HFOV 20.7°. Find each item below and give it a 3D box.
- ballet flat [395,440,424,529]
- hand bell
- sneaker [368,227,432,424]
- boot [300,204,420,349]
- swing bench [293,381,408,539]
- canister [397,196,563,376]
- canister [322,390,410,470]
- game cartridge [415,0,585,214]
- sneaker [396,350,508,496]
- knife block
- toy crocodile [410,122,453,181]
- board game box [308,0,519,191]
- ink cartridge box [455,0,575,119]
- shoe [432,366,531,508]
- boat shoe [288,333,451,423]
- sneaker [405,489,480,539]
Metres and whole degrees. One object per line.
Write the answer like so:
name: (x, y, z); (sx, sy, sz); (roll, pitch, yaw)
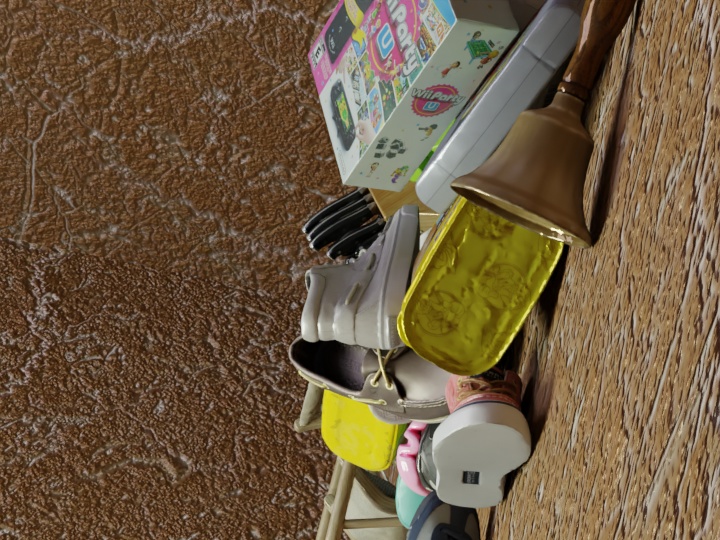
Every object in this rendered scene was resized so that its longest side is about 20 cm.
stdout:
ballet flat: (0.084, 0.147, 1.836); (0.070, 0.067, 0.202); (-32, -41, -65)
hand bell: (0.145, -0.127, 1.331); (0.104, 0.103, 0.201); (126, 167, -87)
sneaker: (0.065, 0.039, 1.773); (0.201, 0.073, 0.116); (-54, 23, 5)
boot: (0.000, 0.000, 1.691); (0.200, 0.095, 0.074); (-74, -15, -63)
swing bench: (0.006, 0.213, 2.054); (0.199, 0.128, 0.202); (107, 160, -68)
canister: (0.094, -0.010, 1.551); (0.149, 0.086, 0.200); (-60, 3, 10)
canister: (0.042, 0.077, 1.908); (0.200, 0.086, 0.149); (-54, -20, -41)
game cartridge: (0.114, -0.138, 1.492); (0.200, 0.041, 0.133); (-53, 6, 31)
sneaker: (0.097, 0.100, 1.675); (0.095, 0.078, 0.202); (12, 89, 64)
knife block: (0.046, -0.073, 1.882); (0.064, 0.174, 0.201); (58, -133, -43)
toy crocodile: (0.086, -0.117, 1.797); (0.199, 0.062, 0.068); (-9, 49, 50)
board game box: (0.037, -0.184, 1.587); (0.200, 0.064, 0.148); (-53, 42, 42)
ink cartridge box: (0.089, -0.210, 1.609); (0.047, 0.199, 0.161); (-22, -44, -48)
shoe: (0.090, 0.108, 1.487); (0.200, 0.071, 0.092); (94, -178, -68)
boat shoe: (0.020, 0.084, 1.674); (0.199, 0.059, 0.073); (10, 85, 48)
sneaker: (0.071, 0.260, 1.554); (0.082, 0.070, 0.202); (-39, 36, 55)
